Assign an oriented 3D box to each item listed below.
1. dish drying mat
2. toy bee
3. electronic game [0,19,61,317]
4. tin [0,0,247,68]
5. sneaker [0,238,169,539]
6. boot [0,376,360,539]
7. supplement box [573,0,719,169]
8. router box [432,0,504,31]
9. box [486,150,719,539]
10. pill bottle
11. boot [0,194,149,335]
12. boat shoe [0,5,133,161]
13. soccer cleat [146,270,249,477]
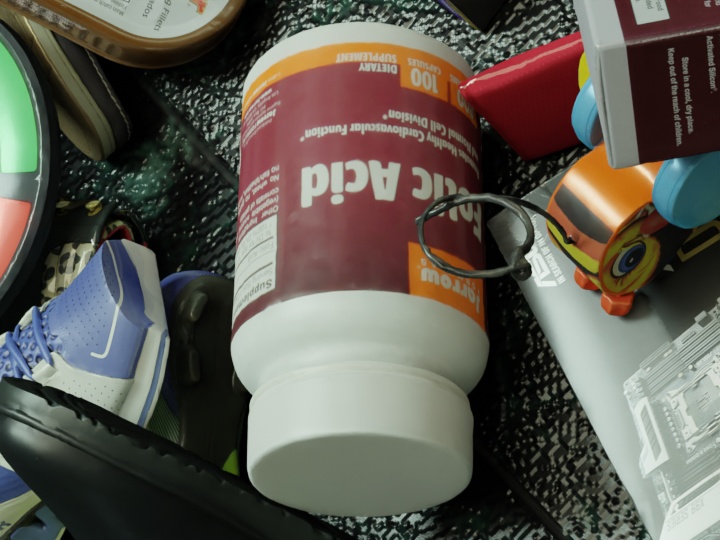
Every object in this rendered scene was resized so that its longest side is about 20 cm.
[{"bbox_3d":[0.148,-0.101,0.782,0.200,0.077,0.018,-19,60,22],"label":"dish drying mat"},{"bbox_3d":[0.113,-0.038,0.718,0.200,0.109,0.131,-15,55,-3],"label":"toy bee"},{"bbox_3d":[-0.238,-0.045,0.913,0.200,0.042,0.200,-6,77,26],"label":"electronic game"},{"bbox_3d":[-0.150,-0.183,0.924,0.200,0.042,0.112,25,82,-11],"label":"tin"},{"bbox_3d":[-0.178,0.070,0.844,0.199,0.115,0.081,-55,33,28],"label":"sneaker"},{"bbox_3d":[-0.106,0.159,0.779,0.168,0.200,0.076,-61,20,-5],"label":"boot"},{"bbox_3d":[0.180,-0.108,0.646,0.200,0.061,0.109,-10,43,7],"label":"supplement box"},{"bbox_3d":[0.055,-0.244,0.898,0.157,0.052,0.200,37,93,33],"label":"router box"},{"bbox_3d":[0.165,0.021,0.746,0.158,0.050,0.200,-33,60,15],"label":"box"},{"bbox_3d":[0.000,0.000,0.793,0.114,0.114,0.200,-14,58,24],"label":"pill bottle"},{"bbox_3d":[-0.180,-0.041,0.946,0.154,0.073,0.204,1,82,30],"label":"boot"},{"bbox_3d":[-0.170,-0.152,0.983,0.065,0.072,0.200,-25,66,-17],"label":"boat shoe"},{"bbox_3d":[-0.095,0.099,0.870,0.084,0.065,0.200,-4,73,60],"label":"soccer cleat"}]
